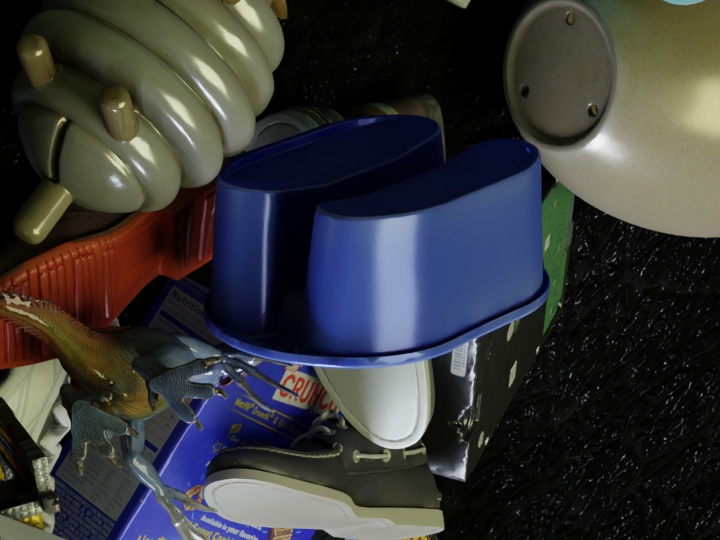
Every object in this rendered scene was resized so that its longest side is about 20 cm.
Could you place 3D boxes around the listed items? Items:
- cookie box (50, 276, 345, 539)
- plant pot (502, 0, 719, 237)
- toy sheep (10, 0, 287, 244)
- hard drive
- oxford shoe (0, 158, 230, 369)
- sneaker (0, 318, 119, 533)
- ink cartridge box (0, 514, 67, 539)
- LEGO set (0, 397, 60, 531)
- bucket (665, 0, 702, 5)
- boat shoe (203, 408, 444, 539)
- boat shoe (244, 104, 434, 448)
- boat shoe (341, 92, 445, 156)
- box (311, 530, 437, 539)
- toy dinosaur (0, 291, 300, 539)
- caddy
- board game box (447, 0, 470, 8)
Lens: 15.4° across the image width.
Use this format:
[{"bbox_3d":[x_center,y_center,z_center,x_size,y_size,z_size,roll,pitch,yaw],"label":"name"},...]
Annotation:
[{"bbox_3d":[-0.093,0.122,1.530,0.200,0.075,0.171,-58,145,0],"label":"cookie box"},{"bbox_3d":[0.162,-0.115,1.561,0.134,0.200,0.200,-6,120,-42],"label":"plant pot"},{"bbox_3d":[-0.108,-0.096,1.299,0.200,0.138,0.138,-49,144,-16],"label":"toy sheep"},{"bbox_3d":[0.086,0.017,1.634,0.200,0.038,0.140,-55,155,-50],"label":"hard drive"},{"bbox_3d":[-0.148,-0.013,1.366,0.200,0.073,0.071,-29,144,-35],"label":"oxford shoe"},{"bbox_3d":[-0.197,0.099,1.398,0.081,0.075,0.200,13,98,-46],"label":"sneaker"},{"bbox_3d":[-0.168,0.170,1.267,0.094,0.044,0.200,-41,150,9],"label":"ink cartridge box"},{"bbox_3d":[-0.222,0.148,1.299,0.200,0.116,0.154,-7,111,-22],"label":"LEGO set"},{"bbox_3d":[0.164,-0.263,1.446,0.207,0.207,0.135,-57,144,-2],"label":"bucket"},{"bbox_3d":[-0.022,0.112,1.509,0.200,0.073,0.063,18,64,-53],"label":"boat shoe"},{"bbox_3d":[0.000,0.000,1.492,0.062,0.073,0.200,-29,97,-59],"label":"boat shoe"},{"bbox_3d":[0.024,-0.012,1.574,0.066,0.072,0.201,-23,128,-33],"label":"boat shoe"},{"bbox_3d":[-0.003,0.225,1.750,0.137,0.040,0.200,-43,143,-18],"label":"box"},{"bbox_3d":[-0.102,0.042,1.345,0.105,0.182,0.200,-38,103,5],"label":"toy dinosaur"},{"bbox_3d":[0.010,-0.006,1.357,0.200,0.141,0.105,-23,121,-47],"label":"caddy"},{"bbox_3d":[0.036,-0.253,1.337,0.064,0.147,0.200,24,96,-56],"label":"board game box"}]
